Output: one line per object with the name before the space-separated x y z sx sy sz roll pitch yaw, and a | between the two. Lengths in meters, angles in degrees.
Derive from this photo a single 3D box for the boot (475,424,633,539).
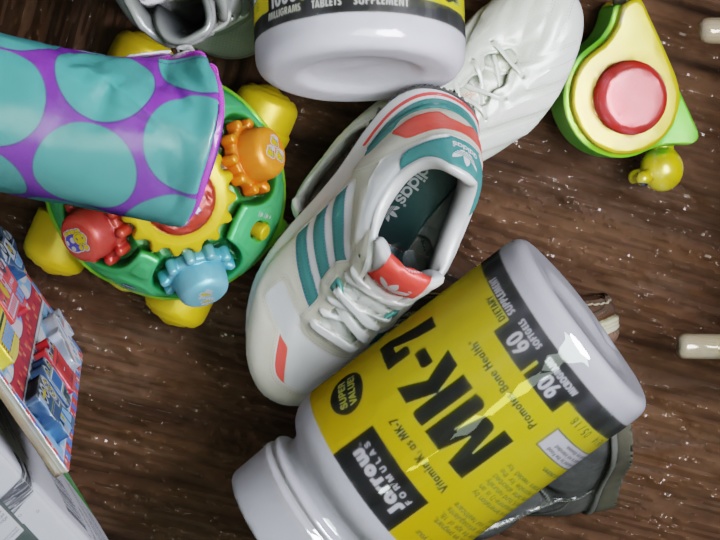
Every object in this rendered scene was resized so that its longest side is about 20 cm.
boot | 0.049 0.118 1.458 0.199 0.073 0.182 -13 144 -8

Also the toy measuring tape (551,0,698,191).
toy measuring tape | 0.127 -0.132 1.465 0.073 0.074 0.200 -27 100 -6

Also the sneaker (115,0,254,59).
sneaker | -0.094 -0.143 1.358 0.076 0.200 0.092 -32 63 11

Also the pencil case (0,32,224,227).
pencil case | -0.170 -0.085 1.300 0.199 0.085 0.093 12 82 -6

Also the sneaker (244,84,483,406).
sneaker | 0.001 0.000 1.371 0.070 0.093 0.200 28 110 -18

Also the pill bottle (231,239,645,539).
pill bottle | 0.039 0.085 1.355 0.200 0.114 0.114 -38 105 9

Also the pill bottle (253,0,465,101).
pill bottle | -0.003 -0.199 1.380 0.112 0.112 0.201 1 77 -12

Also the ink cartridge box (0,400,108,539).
ink cartridge box | -0.219 0.101 1.355 0.084 0.146 0.200 -37 131 -2

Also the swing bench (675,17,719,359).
swing bench | 0.299 -0.041 1.463 0.199 0.130 0.200 -3 101 -28

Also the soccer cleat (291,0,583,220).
soccer cleat | 0.044 -0.083 1.428 0.200 0.078 0.069 -44 74 9

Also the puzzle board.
puzzle board | -0.190 0.013 1.353 0.017 0.200 0.151 -31 105 4

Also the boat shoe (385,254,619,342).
boat shoe | 0.048 0.017 1.472 0.202 0.075 0.075 -5 95 -11

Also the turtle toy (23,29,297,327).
turtle toy | -0.125 -0.054 1.406 0.200 0.101 0.146 23 94 -15
